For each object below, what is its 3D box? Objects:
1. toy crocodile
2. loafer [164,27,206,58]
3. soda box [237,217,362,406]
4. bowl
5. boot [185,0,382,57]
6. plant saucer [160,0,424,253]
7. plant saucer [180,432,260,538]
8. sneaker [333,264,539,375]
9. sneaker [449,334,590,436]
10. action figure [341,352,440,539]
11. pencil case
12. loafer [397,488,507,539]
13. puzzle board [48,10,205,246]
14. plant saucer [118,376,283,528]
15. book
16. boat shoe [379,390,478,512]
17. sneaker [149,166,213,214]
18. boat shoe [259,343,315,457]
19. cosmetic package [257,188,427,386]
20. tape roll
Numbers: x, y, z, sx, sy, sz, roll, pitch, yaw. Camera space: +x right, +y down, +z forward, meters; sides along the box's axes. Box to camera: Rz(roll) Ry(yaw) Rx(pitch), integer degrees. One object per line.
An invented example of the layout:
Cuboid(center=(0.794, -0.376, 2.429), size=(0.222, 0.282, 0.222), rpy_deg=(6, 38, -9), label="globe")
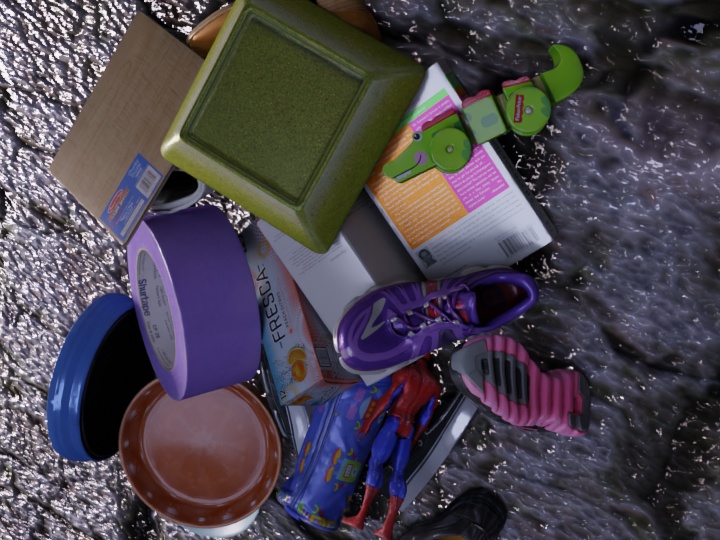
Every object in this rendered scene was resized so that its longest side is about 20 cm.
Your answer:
Cuboid(center=(0.108, -0.133, 0.814), size=(0.199, 0.067, 0.062), rpy_deg=(-26, 91, 12), label="toy crocodile")
Cuboid(center=(-0.183, -0.195, 0.963), size=(0.199, 0.070, 0.076), rpy_deg=(31, 121, 13), label="loafer")
Cuboid(center=(-0.067, 0.038, 0.951), size=(0.068, 0.063, 0.202), rpy_deg=(-34, 62, 33), label="soda box")
Cuboid(center=(-0.298, 0.129, 1.076), size=(0.039, 0.201, 0.202), rpy_deg=(13, 116, 13), label="bowl")
Cuboid(center=(-0.072, -0.200, 0.898), size=(0.200, 0.071, 0.145), rpy_deg=(-17, 91, 23), label="boot")
Cuboid(center=(-0.074, -0.148, 0.840), size=(0.199, 0.048, 0.201), rpy_deg=(31, 99, 10), label="plant saucer")
Cuboid(center=(-0.204, 0.248, 1.171), size=(0.199, 0.039, 0.203), rpy_deg=(10, 114, 24), label="plant saucer")
Cuboid(center=(0.070, 0.036, 0.832), size=(0.198, 0.083, 0.081), rpy_deg=(-20, 88, -9), label="sneaker")
Cuboid(center=(0.139, 0.119, 0.879), size=(0.095, 0.199, 0.080), rpy_deg=(-10, 62, 43), label="sneaker")
Cuboid(center=(0.036, 0.169, 0.937), size=(0.065, 0.202, 0.052), rpy_deg=(26, 165, -21), label="action figure")
Cuboid(center=(-0.025, 0.179, 0.986), size=(0.078, 0.087, 0.202), rpy_deg=(23, 93, 36), label="pencil case")
Cuboid(center=(0.082, 0.326, 1.038), size=(0.073, 0.072, 0.200), rpy_deg=(41, 123, 5), label="loafer")
Cuboid(center=(-0.232, -0.147, 0.937), size=(0.150, 0.017, 0.201), rpy_deg=(39, 102, 28), label="puzzle board")
Cuboid(center=(-0.190, 0.211, 1.090), size=(0.198, 0.032, 0.203), rpy_deg=(1, 102, 5), label="plant saucer")
Cuboid(center=(0.083, -0.084, 0.890), size=(0.133, 0.048, 0.201), rpy_deg=(-31, 95, 29), label="book")
Cuboid(center=(0.070, 0.188, 0.992), size=(0.056, 0.069, 0.201), rpy_deg=(36, 124, 10), label="boat shoe")
Cuboid(center=(-0.229, -0.109, 0.995), size=(0.198, 0.116, 0.074), rpy_deg=(-1, 112, 28), label="sneaker")
Cuboid(center=(-0.064, 0.166, 1.058), size=(0.071, 0.072, 0.202), rpy_deg=(6, 116, 49), label="boat shoe")
Cuboid(center=(0.000, 0.000, 0.928), size=(0.085, 0.108, 0.201), rpy_deg=(-31, 93, 31), label="cosmetic package")
Cuboid(center=(-0.184, 0.034, 0.989), size=(0.200, 0.084, 0.202), rpy_deg=(36, 132, 52), label="tape roll")
